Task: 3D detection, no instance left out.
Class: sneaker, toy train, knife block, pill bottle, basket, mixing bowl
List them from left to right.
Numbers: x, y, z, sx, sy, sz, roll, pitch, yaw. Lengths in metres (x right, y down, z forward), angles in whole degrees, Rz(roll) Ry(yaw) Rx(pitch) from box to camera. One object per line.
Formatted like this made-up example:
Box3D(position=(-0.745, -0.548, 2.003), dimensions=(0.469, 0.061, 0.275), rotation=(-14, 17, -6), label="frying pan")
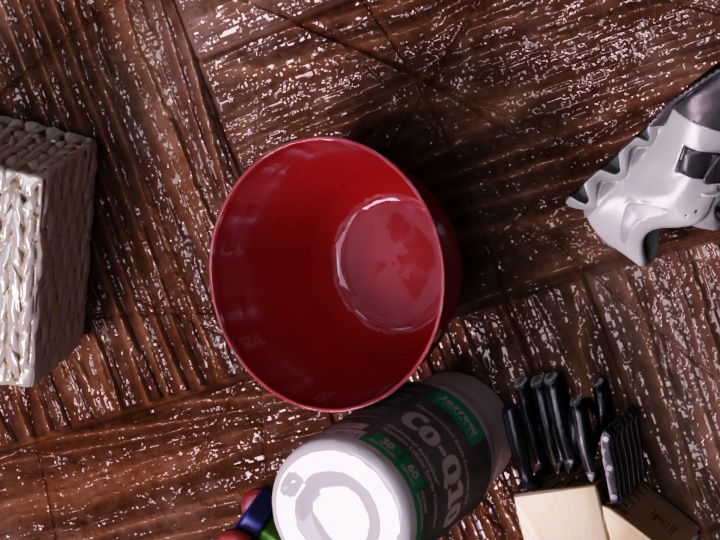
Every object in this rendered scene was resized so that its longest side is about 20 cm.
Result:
Box3D(position=(-0.292, -0.017, 1.740), dimensions=(0.123, 0.136, 0.200), rotation=(10, 110, 12), label="basket")
Box3D(position=(-0.093, 0.281, 1.766), dimensions=(0.116, 0.085, 0.200), rotation=(35, 118, 0), label="toy train")
Box3D(position=(0.000, 0.000, 1.605), dimensions=(0.200, 0.108, 0.200), rotation=(3, 96, 31), label="mixing bowl")
Box3D(position=(0.030, 0.146, 1.585), dimensions=(0.113, 0.200, 0.113), rotation=(8, 108, 26), label="pill bottle")
Box3D(position=(0.151, 0.183, 1.611), dimensions=(0.176, 0.064, 0.200), rotation=(37, 118, 15), label="knife block")
Box3D(position=(0.236, -0.079, 1.490), dimensions=(0.089, 0.074, 0.200), rotation=(49, 130, 8), label="sneaker")
